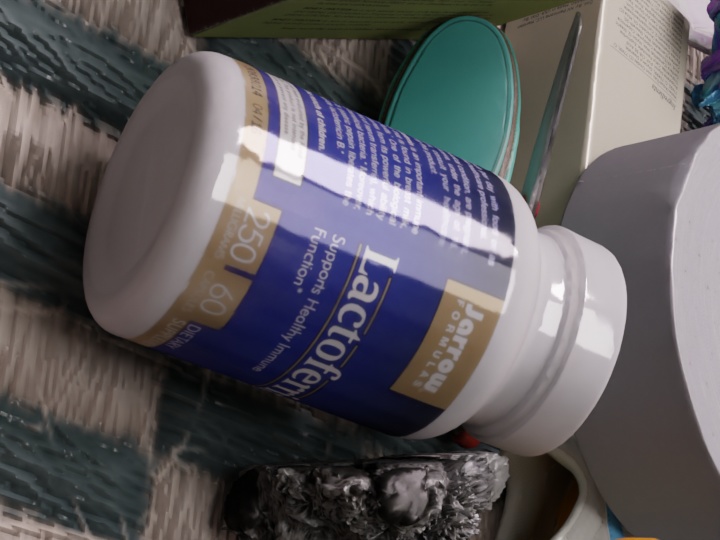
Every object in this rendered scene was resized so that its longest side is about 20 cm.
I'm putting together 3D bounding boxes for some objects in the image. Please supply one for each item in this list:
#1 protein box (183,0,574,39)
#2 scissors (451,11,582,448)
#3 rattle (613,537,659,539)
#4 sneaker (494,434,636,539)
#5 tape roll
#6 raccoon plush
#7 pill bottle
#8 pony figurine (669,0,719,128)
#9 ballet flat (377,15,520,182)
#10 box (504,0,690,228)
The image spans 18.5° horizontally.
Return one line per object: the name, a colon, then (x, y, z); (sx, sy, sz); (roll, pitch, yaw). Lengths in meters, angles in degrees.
protein box: (0.048, -0.192, 0.966); (0.198, 0.199, 0.136); (-7, 84, -50)
scissors: (0.071, -0.017, 1.021); (0.014, 0.073, 0.202); (11, 82, -13)
rattle: (0.075, 0.222, 0.893); (0.130, 0.143, 0.200); (42, 66, -9)
sneaker: (0.093, 0.169, 1.021); (0.080, 0.076, 0.201); (26, 54, -33)
tape roll: (0.171, 0.034, 1.046); (0.200, 0.066, 0.202); (18, 67, -50)
raccoon plush: (0.021, 0.147, 0.927); (0.199, 0.096, 0.135); (1, 86, -50)
pill bottle: (0.000, 0.000, 0.880); (0.199, 0.116, 0.117); (21, 62, -24)
pony figurine: (0.239, -0.103, 1.191); (0.193, 0.165, 0.201); (-62, 139, -57)
ballet flat: (0.035, -0.017, 1.016); (0.070, 0.067, 0.202); (78, 19, -67)
box: (0.111, -0.052, 1.103); (0.082, 0.068, 0.201); (34, 55, -39)
